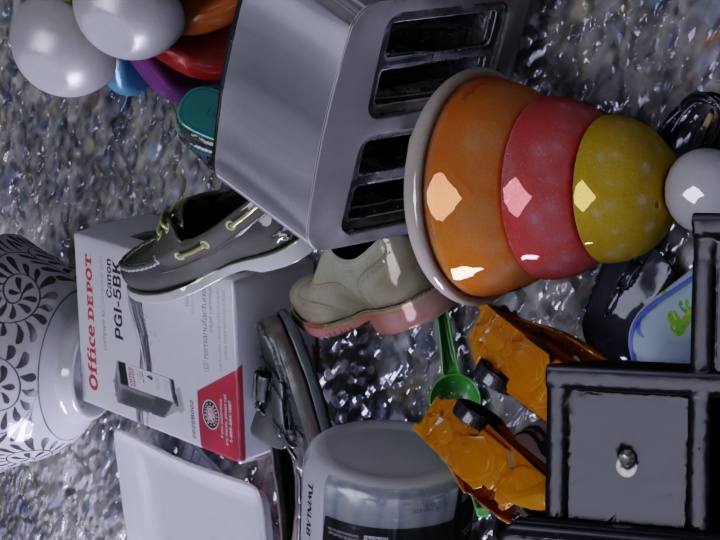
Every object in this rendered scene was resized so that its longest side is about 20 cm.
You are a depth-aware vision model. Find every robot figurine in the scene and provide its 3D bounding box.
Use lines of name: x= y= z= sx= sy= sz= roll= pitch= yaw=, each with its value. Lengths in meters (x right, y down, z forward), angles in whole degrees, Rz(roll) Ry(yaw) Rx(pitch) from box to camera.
robot figurine: x=0.121 y=0.106 z=1.249 sx=0.200 sy=0.058 sz=0.146 roll=39 pitch=106 yaw=45

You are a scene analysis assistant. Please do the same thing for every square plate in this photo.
square plate: x=-0.123 y=0.239 z=1.672 sx=0.198 sy=0.028 sz=0.201 roll=16 pitch=118 yaw=48

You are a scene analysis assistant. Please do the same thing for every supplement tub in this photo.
supplement tub: x=0.016 y=0.217 z=1.456 sx=0.122 sy=0.122 sz=0.201 roll=21 pitch=116 yaw=42

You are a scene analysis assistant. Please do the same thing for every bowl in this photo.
bowl: x=-0.256 y=0.073 z=1.691 sx=0.094 sy=0.201 sz=0.202 roll=5 pitch=106 yaw=21

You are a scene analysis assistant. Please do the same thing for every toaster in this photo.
toaster: x=0.004 y=-0.124 z=1.312 sx=0.119 sy=0.199 sz=0.182 roll=38 pitch=126 yaw=39

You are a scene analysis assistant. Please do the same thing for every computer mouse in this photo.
computer mouse: x=0.179 y=-0.021 z=1.272 sx=0.059 sy=0.034 sz=0.201 roll=38 pitch=126 yaw=35

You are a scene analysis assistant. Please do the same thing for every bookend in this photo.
bookend: x=0.185 y=0.052 z=1.097 sx=0.198 sy=0.092 sz=0.201 roll=2 pitch=91 yaw=29

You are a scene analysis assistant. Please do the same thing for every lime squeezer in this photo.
lime squeezer: x=0.071 y=0.097 z=1.398 sx=0.071 sy=0.037 sz=0.201 roll=109 pitch=159 yaw=-48

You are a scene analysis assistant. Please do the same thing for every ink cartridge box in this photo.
ink cartridge box: x=-0.130 y=0.049 z=1.595 sx=0.199 sy=0.083 sz=0.148 roll=15 pitch=112 yaw=44

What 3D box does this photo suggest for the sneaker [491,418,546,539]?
sneaker: x=0.120 y=0.192 z=1.360 sx=0.075 sy=0.087 sz=0.201 roll=6 pitch=108 yaw=45

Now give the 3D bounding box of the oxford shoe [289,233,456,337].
oxford shoe: x=0.000 y=0.000 z=1.426 sx=0.200 sy=0.071 sz=0.074 roll=-8 pitch=111 yaw=61

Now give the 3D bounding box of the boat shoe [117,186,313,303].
boat shoe: x=-0.104 y=-0.028 z=1.452 sx=0.201 sy=0.072 sz=0.060 roll=-16 pitch=120 yaw=42

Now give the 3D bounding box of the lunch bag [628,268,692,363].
lunch bag: x=0.251 y=0.078 z=1.185 sx=0.161 sy=0.082 sz=0.201 roll=-42 pitch=70 yaw=44

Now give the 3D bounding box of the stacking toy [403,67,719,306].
stacking toy: x=0.138 y=-0.047 z=1.225 sx=0.199 sy=0.146 sz=0.147 roll=4 pitch=105 yaw=36

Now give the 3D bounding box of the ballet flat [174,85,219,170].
ballet flat: x=-0.040 y=-0.074 z=1.471 sx=0.199 sy=0.074 sz=0.075 roll=28 pitch=122 yaw=21

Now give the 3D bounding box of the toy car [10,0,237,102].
toy car: x=-0.143 y=-0.192 z=1.507 sx=0.150 sy=0.175 sz=0.200 roll=44 pitch=143 yaw=-21

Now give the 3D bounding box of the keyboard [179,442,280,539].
keyboard: x=-0.085 y=0.215 z=1.651 sx=0.200 sy=0.011 sz=0.057 roll=41 pitch=129 yaw=32

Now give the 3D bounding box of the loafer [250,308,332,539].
loafer: x=-0.050 y=0.127 z=1.503 sx=0.072 sy=0.063 sz=0.201 roll=-126 pitch=19 yaw=-66
